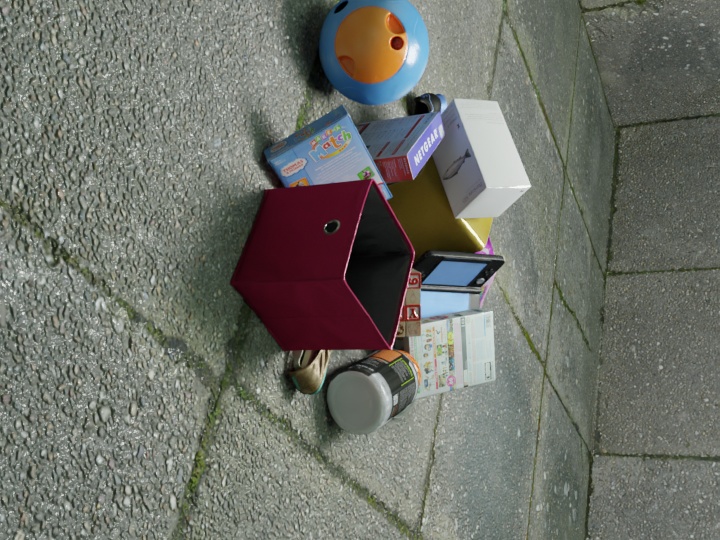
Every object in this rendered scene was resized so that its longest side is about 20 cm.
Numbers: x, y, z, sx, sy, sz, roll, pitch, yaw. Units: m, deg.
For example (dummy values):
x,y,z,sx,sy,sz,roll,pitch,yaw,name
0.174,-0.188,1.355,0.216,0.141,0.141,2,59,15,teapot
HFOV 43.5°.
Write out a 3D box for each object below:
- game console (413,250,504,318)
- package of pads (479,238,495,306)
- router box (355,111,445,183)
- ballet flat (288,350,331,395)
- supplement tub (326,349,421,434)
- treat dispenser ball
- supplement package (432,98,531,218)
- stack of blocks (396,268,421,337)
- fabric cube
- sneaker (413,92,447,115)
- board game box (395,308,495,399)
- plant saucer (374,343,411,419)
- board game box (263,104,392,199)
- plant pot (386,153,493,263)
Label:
x,y,z,sx,sy,sz,roll,pitch,yaw,name
0.187,0.056,1.829,0.198,0.176,0.117,3,56,-29,game console
0.249,0.007,2.065,0.201,0.075,0.122,102,-19,-55,package of pads
0.042,-0.222,1.661,0.200,0.178,0.049,-55,134,-51,router box
-0.076,0.113,1.531,0.072,0.067,0.201,45,51,-32,ballet flat
0.032,0.216,1.659,0.200,0.121,0.124,-18,103,-62,supplement tub
0.024,-0.399,1.617,0.200,0.199,0.204,12,77,-63,treat dispenser ball
0.226,-0.217,1.756,0.116,0.117,0.202,-3,64,-33,supplement package
0.067,0.051,1.705,0.200,0.058,0.117,-137,-134,-80,stack of blocks
-0.052,-0.005,1.427,0.201,0.197,0.198,57,40,-45,fabric cube
0.147,-0.295,2.022,0.077,0.070,0.203,-11,105,-39,sneaker
0.170,0.164,1.802,0.198,0.064,0.150,-8,100,-27,board game box
0.089,0.204,1.858,0.200,0.050,0.203,14,74,-62,plant saucer
-0.051,-0.160,1.509,0.201,0.150,0.037,58,4,-46,board game box
0.144,-0.153,1.868,0.200,0.194,0.195,48,44,-29,plant pot
